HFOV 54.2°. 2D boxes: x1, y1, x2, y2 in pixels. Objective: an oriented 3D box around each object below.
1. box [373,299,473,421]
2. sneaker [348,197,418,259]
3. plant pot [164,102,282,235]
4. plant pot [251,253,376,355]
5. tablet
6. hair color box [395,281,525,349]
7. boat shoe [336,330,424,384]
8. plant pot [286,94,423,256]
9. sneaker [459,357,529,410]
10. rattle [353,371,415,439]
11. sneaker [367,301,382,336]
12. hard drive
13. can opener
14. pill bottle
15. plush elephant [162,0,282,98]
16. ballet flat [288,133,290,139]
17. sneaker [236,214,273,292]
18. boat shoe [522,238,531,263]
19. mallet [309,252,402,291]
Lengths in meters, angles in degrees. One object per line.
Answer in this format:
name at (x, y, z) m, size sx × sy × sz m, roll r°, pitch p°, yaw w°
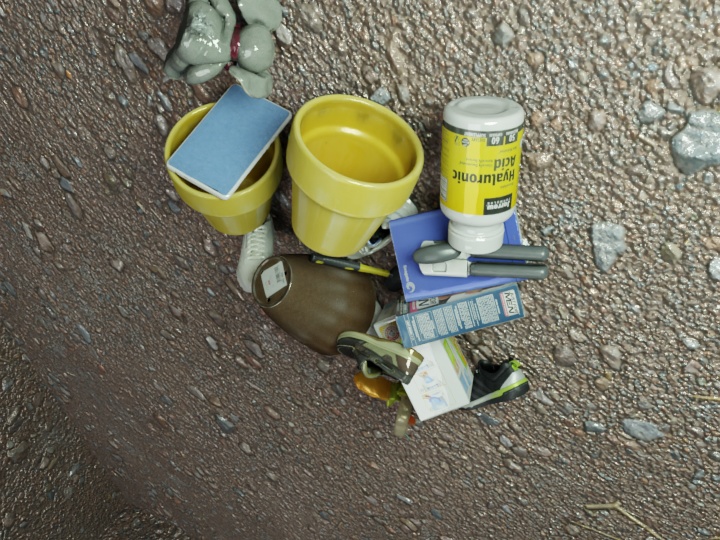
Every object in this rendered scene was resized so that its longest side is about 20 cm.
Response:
box at (0.118, 0.148, 1.281) m, size 0.100 × 0.113 × 0.202 m, roll -23°, pitch 101°, yaw 19°
sneaker at (0.017, -0.066, 1.225) m, size 0.074 × 0.087 × 0.200 m, roll 41°, pitch 144°, yaw -7°
plant pot at (-0.235, -0.164, 1.265) m, size 0.199 × 0.202 × 0.190 m, roll 29°, pitch 156°, yaw 13°
plant pot at (-0.100, 0.044, 1.285) m, size 0.185 × 0.190 × 0.199 m, roll 6°, pitch 168°, yaw 35°
tablet at (-0.218, -0.219, 1.179) m, size 0.129 × 0.201 × 0.014 m, roll 28°, pitch 157°, yaw 13°
hair color box at (0.158, 0.058, 1.140) m, size 0.197 × 0.100 × 0.061 m, roll -16°, pitch 106°, yaw 8°
boat shoe at (0.020, 0.150, 1.201) m, size 0.073 × 0.065 × 0.199 m, roll 39°, pitch 158°, yaw -32°
plant pot at (-0.026, -0.130, 1.077) m, size 0.199 × 0.201 × 0.190 m, roll 32°, pitch 136°, yaw 8°
sneaker at (0.244, 0.211, 1.349) m, size 0.199 × 0.071 × 0.084 m, roll -30°, pitch 80°, yaw 51°
rattle at (0.056, 0.295, 1.519) m, size 0.140 × 0.132 × 0.200 m, roll -1°, pitch 162°, yaw -1°
sneaker at (0.024, 0.147, 1.424) m, size 0.074 × 0.100 × 0.201 m, roll -9°, pitch 123°, yaw 42°
hard drive at (0.152, -0.034, 1.095) m, size 0.197 × 0.025 × 0.134 m, roll -12°, pitch 94°, yaw 20°
can opener at (0.176, -0.013, 1.040) m, size 0.197 × 0.067 × 0.054 m, roll 3°, pitch 100°, yaw 19°
pill bottle at (0.166, -0.131, 0.985) m, size 0.110 × 0.111 × 0.203 m, roll 16°, pitch 124°, yaw 27°
plush elephant at (-0.200, -0.354, 1.086) m, size 0.153 × 0.167 × 0.200 m, roll 14°, pitch -170°, yaw -27°
ballet flat at (-0.053, -0.165, 1.206) m, size 0.071 × 0.072 × 0.201 m, roll -5°, pitch 124°, yaw 42°
sneaker at (-0.200, -0.045, 1.352) m, size 0.075 × 0.202 × 0.081 m, roll 1°, pitch 137°, yaw -9°
boat shoe at (0.182, -0.045, 1.135) m, size 0.197 × 0.073 × 0.062 m, roll 16°, pitch -179°, yaw 16°
mallet at (0.000, 0.000, 1.271) m, size 0.197 × 0.042 × 0.066 m, roll 9°, pitch 153°, yaw -17°
